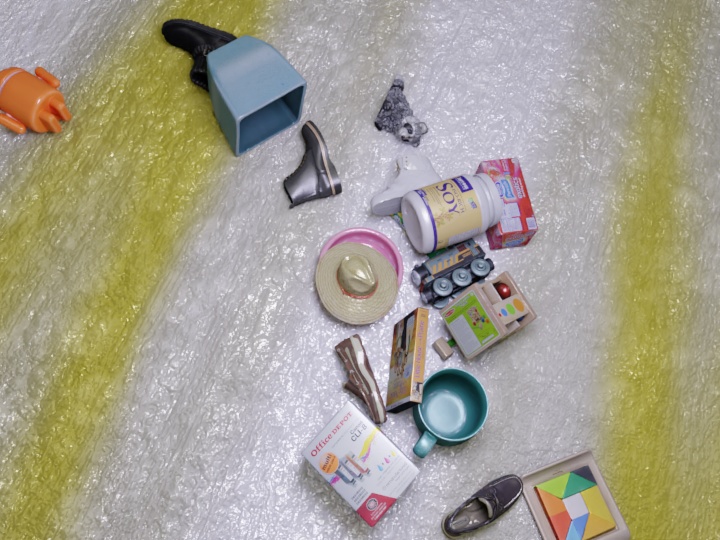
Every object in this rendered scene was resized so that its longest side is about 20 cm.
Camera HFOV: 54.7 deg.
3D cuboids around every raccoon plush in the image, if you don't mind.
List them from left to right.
[{"bbox_3d":[0.124,-0.413,1.777,0.133,0.097,0.202,25,67,-4],"label":"raccoon plush"}]

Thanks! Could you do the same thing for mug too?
[{"bbox_3d":[0.172,0.299,1.476,0.183,0.115,0.154,-17,71,-12],"label":"mug"}]

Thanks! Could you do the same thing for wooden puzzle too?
[{"bbox_3d":[0.453,0.500,1.467,0.183,0.037,0.202,-17,71,-13],"label":"wooden puzzle"}]

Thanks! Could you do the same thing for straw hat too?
[{"bbox_3d":[-0.006,0.011,1.535,0.198,0.085,0.204,2,67,-5],"label":"straw hat"}]

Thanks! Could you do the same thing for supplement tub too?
[{"bbox_3d":[0.207,-0.135,1.590,0.197,0.146,0.147,-19,71,-13],"label":"supplement tub"}]

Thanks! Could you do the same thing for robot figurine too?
[{"bbox_3d":[-0.793,-0.406,1.658,0.198,0.117,0.145,31,111,7],"label":"robot figurine"}]

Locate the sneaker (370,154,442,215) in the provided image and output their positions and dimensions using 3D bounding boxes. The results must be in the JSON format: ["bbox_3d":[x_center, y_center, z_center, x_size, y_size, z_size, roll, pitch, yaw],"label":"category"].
[{"bbox_3d":[0.094,-0.208,1.655,0.198,0.074,0.117,-18,67,-21],"label":"sneaker"}]

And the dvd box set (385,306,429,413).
[{"bbox_3d":[0.099,0.195,1.493,0.029,0.146,0.203,13,67,-14],"label":"dvd box set"}]

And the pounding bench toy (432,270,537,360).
[{"bbox_3d":[0.267,0.115,1.565,0.155,0.200,0.125,-17,69,-46],"label":"pounding bench toy"}]

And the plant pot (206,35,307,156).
[{"bbox_3d":[-0.269,-0.436,1.671,0.195,0.196,0.201,-33,82,-17],"label":"plant pot"}]

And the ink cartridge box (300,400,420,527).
[{"bbox_3d":[0.001,0.383,1.397,0.200,0.145,0.145,42,82,12],"label":"ink cartridge box"}]

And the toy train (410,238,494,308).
[{"bbox_3d":[0.213,0.004,1.622,0.198,0.086,0.115,-26,63,-16],"label":"toy train"}]

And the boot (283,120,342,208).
[{"bbox_3d":[-0.142,-0.259,1.695,0.137,0.078,0.202,-21,70,-9],"label":"boot"}]

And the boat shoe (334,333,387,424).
[{"bbox_3d":[-0.004,0.244,1.510,0.074,0.075,0.204,-20,63,-2],"label":"boat shoe"}]

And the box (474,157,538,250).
[{"bbox_3d":[0.349,-0.163,1.692,0.098,0.096,0.203,-7,69,-9],"label":"box"}]

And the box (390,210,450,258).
[{"bbox_3d":[0.154,-0.129,1.686,0.117,0.048,0.200,-37,78,-18],"label":"box"}]

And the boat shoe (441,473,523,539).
[{"bbox_3d":[0.259,0.488,1.434,0.199,0.065,0.074,-32,77,-14],"label":"boat shoe"}]

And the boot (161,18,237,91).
[{"bbox_3d":[-0.421,-0.547,1.775,0.208,0.080,0.160,12,67,-2],"label":"boot"}]

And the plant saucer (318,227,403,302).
[{"bbox_3d":[0.000,0.000,1.614,0.197,0.051,0.203,2,67,-4],"label":"plant saucer"}]
